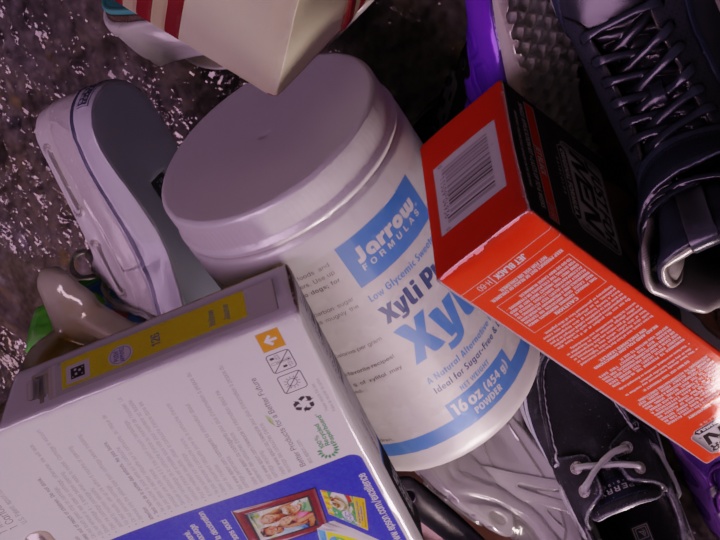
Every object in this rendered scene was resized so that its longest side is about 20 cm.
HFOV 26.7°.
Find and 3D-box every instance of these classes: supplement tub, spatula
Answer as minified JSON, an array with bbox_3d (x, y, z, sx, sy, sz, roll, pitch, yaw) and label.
[{"bbox_3d":[0.000,0.000,0.810,0.132,0.132,0.200,-6,134,36],"label":"supplement tub"},{"bbox_3d":[0.083,0.190,0.972,0.056,0.021,0.200,-35,117,20],"label":"spatula"}]

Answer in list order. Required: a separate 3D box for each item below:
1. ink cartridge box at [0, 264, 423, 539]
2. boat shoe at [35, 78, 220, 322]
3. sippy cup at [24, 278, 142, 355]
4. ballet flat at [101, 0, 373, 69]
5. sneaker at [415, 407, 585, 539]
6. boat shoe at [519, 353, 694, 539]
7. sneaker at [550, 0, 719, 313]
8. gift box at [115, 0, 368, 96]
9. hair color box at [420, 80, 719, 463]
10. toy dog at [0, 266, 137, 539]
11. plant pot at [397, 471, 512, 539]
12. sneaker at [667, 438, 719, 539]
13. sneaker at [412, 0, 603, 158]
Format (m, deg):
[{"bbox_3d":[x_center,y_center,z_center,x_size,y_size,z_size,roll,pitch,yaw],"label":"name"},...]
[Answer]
[{"bbox_3d":[-0.090,0.110,0.776,0.200,0.047,0.198,-20,131,7],"label":"ink cartridge box"},{"bbox_3d":[-0.131,-0.012,0.885,0.086,0.075,0.202,-9,121,38],"label":"boat shoe"},{"bbox_3d":[-0.129,0.067,1.016,0.130,0.178,0.140,-6,99,33],"label":"sippy cup"},{"bbox_3d":[-0.059,-0.145,0.860,0.200,0.069,0.070,4,126,36],"label":"ballet flat"},{"bbox_3d":[0.128,0.137,0.945,0.200,0.099,0.078,38,178,-30],"label":"sneaker"},{"bbox_3d":[0.145,0.121,0.869,0.072,0.068,0.200,-22,93,6],"label":"boat shoe"},{"bbox_3d":[0.144,-0.074,0.708,0.077,0.146,0.202,-27,110,25],"label":"sneaker"},{"bbox_3d":[-0.031,-0.219,0.698,0.200,0.185,0.187,27,144,7],"label":"gift box"},{"bbox_3d":[0.122,0.004,0.752,0.200,0.102,0.061,34,123,-31],"label":"hair color box"},{"bbox_3d":[-0.184,0.128,0.863,0.139,0.200,0.194,32,151,12],"label":"toy dog"},{"bbox_3d":[0.019,0.180,1.007,0.093,0.201,0.201,39,154,60],"label":"plant pot"},{"bbox_3d":[0.231,0.146,0.879,0.081,0.083,0.200,-18,112,41],"label":"sneaker"},{"bbox_3d":[0.067,-0.087,0.811,0.099,0.070,0.200,5,126,33],"label":"sneaker"}]
